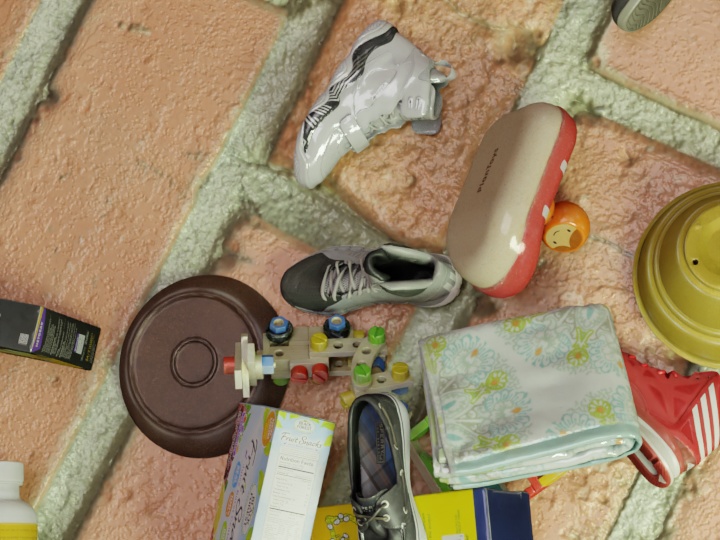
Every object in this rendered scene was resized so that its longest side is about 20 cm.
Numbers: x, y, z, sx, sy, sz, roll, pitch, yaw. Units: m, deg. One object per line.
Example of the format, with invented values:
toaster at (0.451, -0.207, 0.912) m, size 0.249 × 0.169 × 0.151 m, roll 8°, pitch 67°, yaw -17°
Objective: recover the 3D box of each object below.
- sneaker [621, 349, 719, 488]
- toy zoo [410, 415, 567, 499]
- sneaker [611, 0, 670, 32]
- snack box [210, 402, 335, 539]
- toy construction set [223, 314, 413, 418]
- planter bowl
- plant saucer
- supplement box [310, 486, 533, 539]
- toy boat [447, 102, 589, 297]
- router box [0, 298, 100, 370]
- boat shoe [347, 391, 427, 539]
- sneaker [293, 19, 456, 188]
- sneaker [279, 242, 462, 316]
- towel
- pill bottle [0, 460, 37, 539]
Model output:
sneaker at (0.288, 0.116, 1.698) m, size 0.115 × 0.079 × 0.200 m, roll -26°, pitch 64°, yaw -17°
toy zoo at (0.147, 0.168, 1.711) m, size 0.200 × 0.020 × 0.132 m, roll -39°, pitch 72°, yaw 22°
sneaker at (0.295, -0.348, 1.771) m, size 0.106 × 0.075 × 0.201 m, roll 30°, pitch 80°, yaw 22°
snack box at (-0.096, 0.240, 1.710) m, size 0.067 × 0.169 × 0.202 m, roll 13°, pitch 85°, yaw -17°
toy construction set at (-0.046, 0.103, 1.740) m, size 0.198 × 0.093 × 0.132 m, roll 9°, pitch 41°, yaw -12°
planter bowl at (0.366, -0.010, 1.663) m, size 0.199 × 0.084 × 0.202 m, roll -4°, pitch 69°, yaw 11°
plant saucer at (-0.175, 0.102, 1.832) m, size 0.199 × 0.034 × 0.202 m, roll -3°, pitch 79°, yaw 14°
supplement box at (0.061, 0.280, 1.675) m, size 0.199 × 0.109 × 0.110 m, roll -11°, pitch 76°, yaw 26°
toy boat at (0.177, -0.061, 1.721) m, size 0.130 × 0.130 × 0.201 m, roll 30°, pitch 71°, yaw -20°
router box at (-0.405, 0.058, 1.836) m, size 0.199 × 0.157 × 0.053 m, roll 10°, pitch 82°, yaw 17°
boat shoe at (0.019, 0.214, 1.609) m, size 0.069 × 0.066 × 0.202 m, roll -7°, pitch 77°, yaw 28°
sneaker at (0.015, -0.162, 1.805) m, size 0.114 × 0.075 × 0.201 m, roll 29°, pitch 85°, yaw 21°
sneaker at (0.000, 0.000, 1.759) m, size 0.198 × 0.115 × 0.076 m, roll -5°, pitch 79°, yaw 14°
towel at (0.159, 0.118, 1.629) m, size 0.198 × 0.048 × 0.172 m, roll -11°, pitch 51°, yaw 4°
pill bottle at (-0.403, 0.308, 1.814) m, size 0.111 × 0.112 × 0.202 m, roll -4°, pitch 79°, yaw 14°
